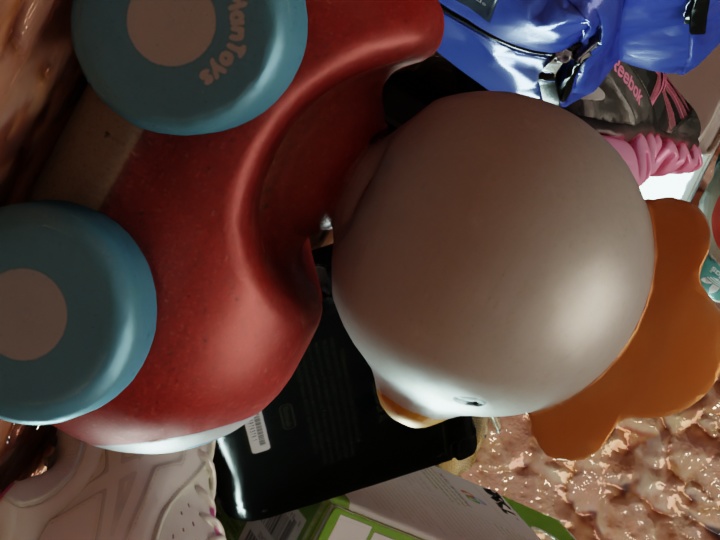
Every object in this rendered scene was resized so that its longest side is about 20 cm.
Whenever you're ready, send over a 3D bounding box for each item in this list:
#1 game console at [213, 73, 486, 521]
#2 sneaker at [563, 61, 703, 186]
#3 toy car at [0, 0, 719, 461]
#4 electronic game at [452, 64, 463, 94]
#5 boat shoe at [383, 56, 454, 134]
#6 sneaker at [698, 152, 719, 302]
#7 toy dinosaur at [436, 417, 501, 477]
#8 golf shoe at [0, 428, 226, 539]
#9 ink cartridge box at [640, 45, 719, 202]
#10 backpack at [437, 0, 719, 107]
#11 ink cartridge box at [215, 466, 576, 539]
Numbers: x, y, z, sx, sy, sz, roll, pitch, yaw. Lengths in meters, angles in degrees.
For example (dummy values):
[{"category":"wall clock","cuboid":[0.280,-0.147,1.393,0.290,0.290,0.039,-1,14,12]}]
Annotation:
[{"category":"game console","cuboid":[0.000,0.000,1.199,0.176,0.116,0.200,-17,150,-4]},{"category":"sneaker","cuboid":[0.107,-0.087,1.208,0.200,0.079,0.095,-24,115,-76]},{"category":"toy car","cuboid":[0.007,0.000,0.815,0.177,0.200,0.184,-62,172,8]},{"category":"electronic game","cuboid":[0.087,-0.142,1.295,0.200,0.042,0.200,12,90,-69]},{"category":"boat shoe","cuboid":[0.041,-0.060,1.373,0.068,0.072,0.200,-63,161,14]},{"category":"sneaker","cuboid":[0.216,-0.047,1.532,0.093,0.070,0.200,-50,-174,24]},{"category":"toy dinosaur","cuboid":[0.043,0.098,1.491,0.101,0.058,0.200,-74,169,-60]},{"category":"golf shoe","cuboid":[-0.079,0.085,0.987,0.200,0.092,0.075,-58,171,-33]},{"category":"ink cartridge box","cuboid":[0.122,-0.079,1.535,0.083,0.145,0.200,-59,173,-27]},{"category":"backpack","cuboid":[0.080,-0.151,0.897,0.168,0.162,0.200,-56,173,-16]},{"category":"ink cartridge box","cuboid":[0.029,0.147,1.366,0.076,0.200,0.148,-62,-155,8]}]
